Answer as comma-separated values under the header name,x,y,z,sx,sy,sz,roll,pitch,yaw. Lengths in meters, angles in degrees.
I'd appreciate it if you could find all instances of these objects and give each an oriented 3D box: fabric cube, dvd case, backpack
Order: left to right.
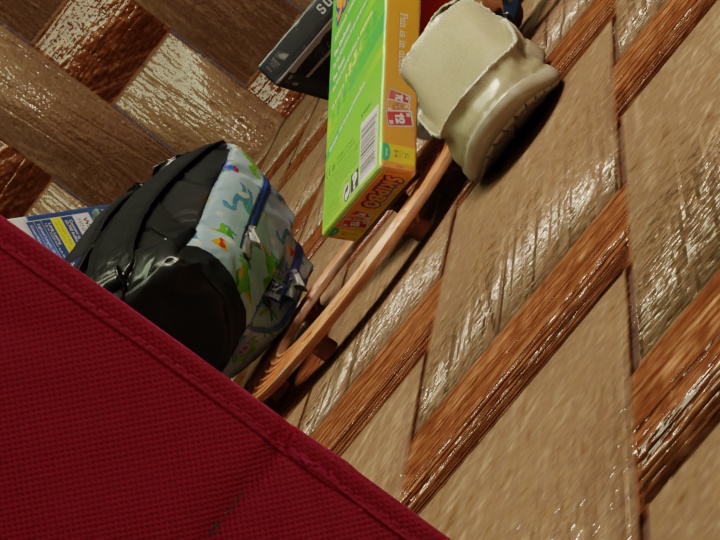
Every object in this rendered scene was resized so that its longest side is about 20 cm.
name,x,y,z,sx,sy,sz,roll,pitch,yaw
fabric cube,-0.087,0.117,0.707,0.199,0.200,0.196,-55,7,-9
backpack,-0.109,0.009,1.699,0.163,0.154,0.200,-38,28,26
dvd case,0.025,-0.203,2.041,0.200,0.025,0.150,-49,-18,11

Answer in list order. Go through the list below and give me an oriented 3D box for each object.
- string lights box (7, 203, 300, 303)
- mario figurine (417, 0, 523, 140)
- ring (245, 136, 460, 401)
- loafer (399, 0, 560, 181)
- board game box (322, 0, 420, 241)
name,x,y,z,sx,sy,sz,roll,pitch,yaw
string lights box,-0.145,0.013,1.822,0.200,0.103,0.059,-11,-28,-45
mario figurine,0.078,-0.151,1.754,0.106,0.124,0.200,-3,18,20
ring,0.000,0.000,1.620,0.200,0.019,0.200,-53,5,7
loafer,0.057,-0.101,1.527,0.076,0.068,0.200,-52,6,8
board game box,0.007,-0.126,1.641,0.096,0.030,0.200,132,142,-59
